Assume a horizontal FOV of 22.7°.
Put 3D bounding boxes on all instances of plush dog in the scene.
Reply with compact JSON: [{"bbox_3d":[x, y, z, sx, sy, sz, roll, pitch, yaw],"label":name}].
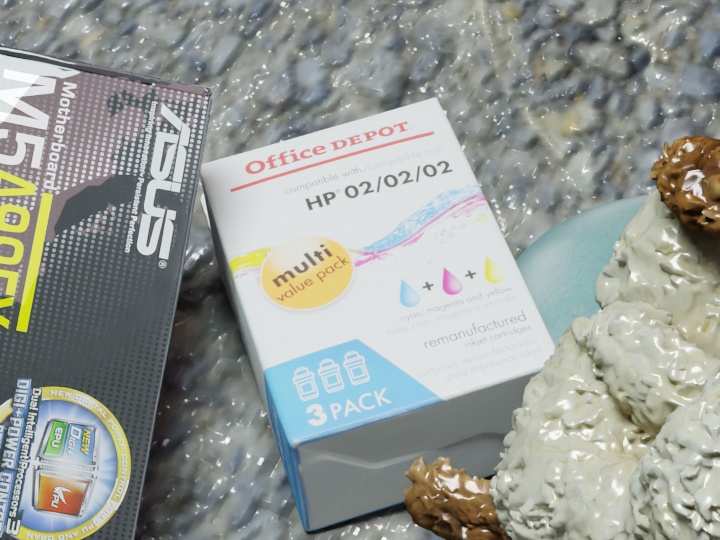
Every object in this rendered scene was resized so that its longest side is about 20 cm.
[{"bbox_3d":[0.119,0.043,0.662,0.160,0.200,0.172,17,68,29],"label":"plush dog"}]

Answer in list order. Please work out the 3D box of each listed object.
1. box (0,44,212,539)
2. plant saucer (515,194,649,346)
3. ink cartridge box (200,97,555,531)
[{"bbox_3d":[-0.153,0.012,0.700,0.159,0.044,0.201,11,78,-8],"label":"box"},{"bbox_3d":[0.156,0.026,0.788,0.200,0.039,0.202,1,47,-1],"label":"plant saucer"},{"bbox_3d":[0.000,0.000,0.777,0.115,0.068,0.200,-16,50,-7],"label":"ink cartridge box"}]
